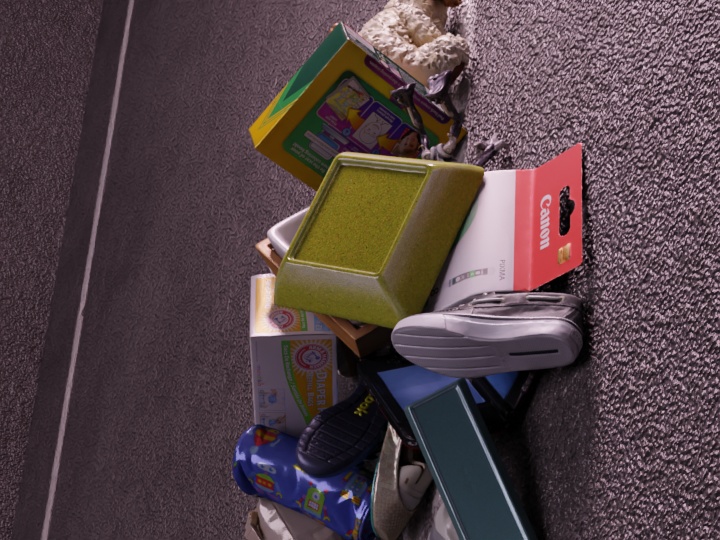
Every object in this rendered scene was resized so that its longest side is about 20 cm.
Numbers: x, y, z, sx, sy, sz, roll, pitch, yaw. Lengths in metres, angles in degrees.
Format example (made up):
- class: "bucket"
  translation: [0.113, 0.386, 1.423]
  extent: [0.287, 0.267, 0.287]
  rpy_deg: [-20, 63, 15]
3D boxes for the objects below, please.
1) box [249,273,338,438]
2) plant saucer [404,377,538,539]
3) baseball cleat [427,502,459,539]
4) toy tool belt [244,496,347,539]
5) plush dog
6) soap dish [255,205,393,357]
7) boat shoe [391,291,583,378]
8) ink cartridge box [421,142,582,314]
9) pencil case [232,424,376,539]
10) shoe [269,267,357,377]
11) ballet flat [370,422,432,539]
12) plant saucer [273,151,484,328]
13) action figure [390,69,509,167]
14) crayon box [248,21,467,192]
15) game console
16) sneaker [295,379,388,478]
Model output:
- class: "box"
  translation: [-0.078, 0.114, 1.850]
  extent: [0.113, 0.100, 0.202]
  rpy_deg: [-94, 3, -51]
- class: "plant saucer"
  translation: [0.106, 0.201, 1.494]
  extent: [0.069, 0.019, 0.201]
  rpy_deg: [-26, 63, 6]
- class: "baseball cleat"
  translation: [0.097, 0.321, 1.532]
  extent: [0.201, 0.069, 0.107]
  rpy_deg: [-86, 17, -50]
- class: "toy tool belt"
  translation: [-0.084, 0.309, 1.871]
  extent: [0.200, 0.124, 0.124]
  rpy_deg: [46, 148, 41]
- class: "plush dog"
  translation: [0.051, -0.289, 1.968]
  extent: [0.200, 0.160, 0.172]
  rpy_deg: [-44, 10, 48]
- class: "soap dish"
  translation: [0.000, 0.000, 1.757]
  extent: [0.200, 0.156, 0.082]
  rpy_deg: [41, 150, 38]
- class: "boat shoe"
  translation: [0.129, 0.059, 1.532]
  extent: [0.198, 0.073, 0.071]
  rpy_deg: [0, 43, 26]
- class: "ink cartridge box"
  translation: [0.140, -0.038, 1.600]
  extent: [0.199, 0.050, 0.162]
  rpy_deg: [-33, 40, 40]
- class: "pencil case"
  translation: [-0.056, 0.246, 1.782]
  extent: [0.198, 0.078, 0.088]
  rpy_deg: [19, 105, 26]
- class: "shoe"
  translation: [-0.056, 0.057, 1.925]
  extent: [0.070, 0.053, 0.201]
  rpy_deg: [-115, 1, -57]
- class: "ballet flat"
  translation: [0.055, 0.198, 1.707]
  extent: [0.062, 0.067, 0.202]
  rpy_deg: [-1, 74, 37]
- class: "plant saucer"
  translation: [0.008, -0.047, 1.653]
  extent: [0.198, 0.048, 0.201]
  rpy_deg: [9, 65, 40]
- class: "action figure"
  translation: [0.108, -0.121, 1.745]
  extent: [0.118, 0.102, 0.202]
  rpy_deg: [-15, 99, 34]
- class: "crayon box"
  translation: [-0.003, -0.167, 1.852]
  extent: [0.173, 0.199, 0.058]
  rpy_deg: [-46, 30, 17]
- class: "game console"
  translation: [0.096, 0.080, 1.622]
  extent: [0.200, 0.170, 0.120]
  rpy_deg: [-129, 32, -64]
- class: "sneaker"
  translation: [-0.005, 0.186, 1.755]
  extent: [0.200, 0.073, 0.083]
  rpy_deg: [-37, -31, -48]
